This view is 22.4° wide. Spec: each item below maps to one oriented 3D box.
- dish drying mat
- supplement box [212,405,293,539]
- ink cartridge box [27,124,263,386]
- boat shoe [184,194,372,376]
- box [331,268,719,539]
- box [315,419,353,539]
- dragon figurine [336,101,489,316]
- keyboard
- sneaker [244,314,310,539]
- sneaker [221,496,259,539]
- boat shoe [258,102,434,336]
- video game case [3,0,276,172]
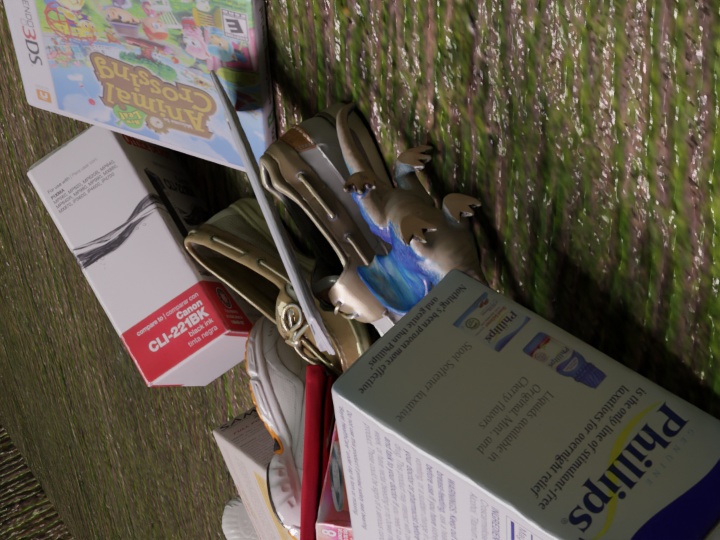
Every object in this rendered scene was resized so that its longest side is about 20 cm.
[{"bbox_3d":[-0.030,0.172,1.273,0.077,0.018,0.202,72,-160,-75],"label":"dish drying mat"},{"bbox_3d":[-0.036,0.195,1.506,0.200,0.073,0.127,26,141,60],"label":"supplement box"},{"bbox_3d":[-0.165,-0.013,1.461,0.201,0.083,0.144,58,-170,10],"label":"ink cartridge box"},{"bbox_3d":[-0.057,0.020,1.332,0.201,0.063,0.074,48,157,37],"label":"boat shoe"},{"bbox_3d":[0.095,0.131,0.941,0.199,0.105,0.185,32,149,28],"label":"box"},{"bbox_3d":[0.026,0.181,1.229,0.201,0.094,0.103,88,-169,-54],"label":"box"},{"bbox_3d":[0.032,-0.014,1.052,0.200,0.058,0.100,43,154,42],"label":"dragon figurine"},{"bbox_3d":[-0.058,-0.039,1.165,0.056,0.011,0.201,76,172,-61],"label":"keyboard"},{"bbox_3d":[-0.027,0.110,1.385,0.076,0.091,0.202,48,-158,-52],"label":"sneaker"},{"bbox_3d":[-0.052,0.280,1.706,0.200,0.072,0.072,40,-173,36],"label":"sneaker"},{"bbox_3d":[0.000,0.000,1.141,0.202,0.068,0.075,64,162,-7],"label":"boat shoe"},{"bbox_3d":[-0.154,-0.154,1.244,0.198,0.022,0.183,18,145,14],"label":"video game case"}]
